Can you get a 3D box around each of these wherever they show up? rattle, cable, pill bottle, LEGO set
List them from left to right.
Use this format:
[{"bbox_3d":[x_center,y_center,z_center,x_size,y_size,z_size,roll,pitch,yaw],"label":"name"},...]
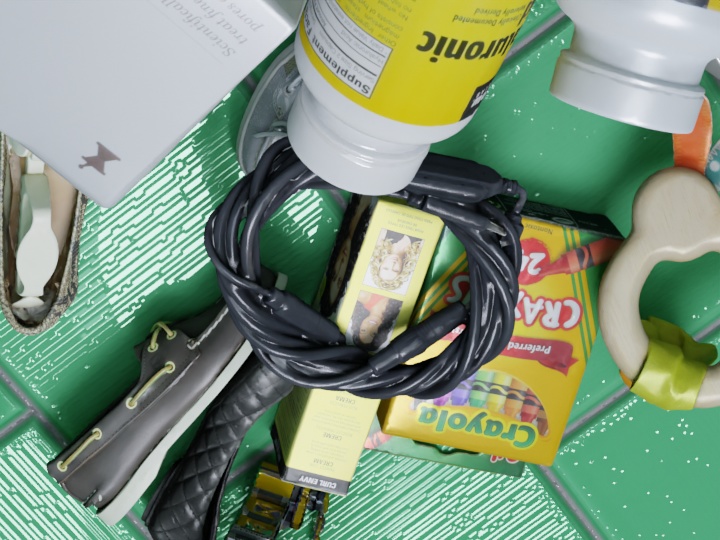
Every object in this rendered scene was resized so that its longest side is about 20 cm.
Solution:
[{"bbox_3d":[-0.043,0.237,1.056,0.115,0.154,0.201,18,100,4],"label":"LEGO set"},{"bbox_3d":[0.000,0.000,0.960,0.198,0.051,0.164,8,113,-15],"label":"cable"},{"bbox_3d":[0.029,-0.139,0.846,0.111,0.112,0.201,15,133,-13],"label":"pill bottle"},{"bbox_3d":[0.164,-0.179,0.820,0.111,0.112,0.201,11,105,-12],"label":"pill bottle"},{"bbox_3d":[0.218,-0.013,1.037,0.129,0.143,0.202,-7,87,20],"label":"rattle"}]

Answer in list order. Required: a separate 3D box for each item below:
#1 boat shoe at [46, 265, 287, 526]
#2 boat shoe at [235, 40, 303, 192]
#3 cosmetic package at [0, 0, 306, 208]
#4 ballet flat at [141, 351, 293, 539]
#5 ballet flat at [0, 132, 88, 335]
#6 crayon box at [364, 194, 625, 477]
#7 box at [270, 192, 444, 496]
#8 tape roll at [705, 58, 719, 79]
[{"bbox_3d":[-0.125,0.071,1.026,0.060,0.072,0.202,37,93,-8],"label":"boat shoe"},{"bbox_3d":[-0.001,-0.114,0.965,0.202,0.065,0.074,-40,125,21],"label":"boat shoe"},{"bbox_3d":[-0.126,-0.179,0.845,0.165,0.201,0.165,39,124,-20],"label":"cosmetic package"},{"bbox_3d":[-0.078,0.110,1.046,0.057,0.066,0.201,35,114,2],"label":"ballet flat"},{"bbox_3d":[-0.194,-0.053,0.970,0.067,0.075,0.202,4,109,-9],"label":"ballet flat"},{"bbox_3d":[0.087,0.051,1.062,0.126,0.051,0.201,11,108,-13],"label":"crayon box"},{"bbox_3d":[-0.005,0.040,1.033,0.050,0.075,0.201,14,106,-14],"label":"box"},{"bbox_3d":[0.274,-0.199,0.952,0.201,0.139,0.204,-3,110,-8],"label":"tape roll"}]
